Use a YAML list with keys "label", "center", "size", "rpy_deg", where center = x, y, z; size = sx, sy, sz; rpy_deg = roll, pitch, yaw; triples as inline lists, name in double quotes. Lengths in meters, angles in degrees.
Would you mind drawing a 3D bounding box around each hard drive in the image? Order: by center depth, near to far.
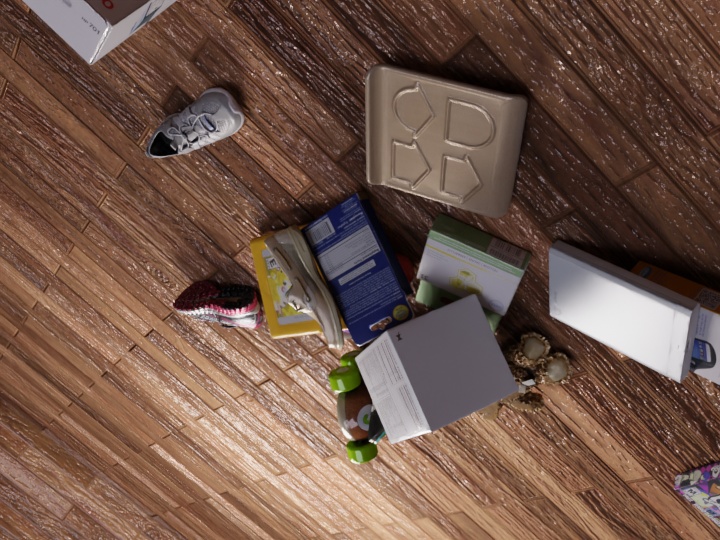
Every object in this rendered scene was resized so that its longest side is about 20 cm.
- label: "hard drive"
  center: [0.336, 0.052, 0.973]
  size: [0.199, 0.026, 0.133]
  rpy_deg: [30, 147, 38]

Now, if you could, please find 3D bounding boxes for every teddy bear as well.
- label: "teddy bear"
  center: [0.245, 0.165, 1.192]
  size: [0.143, 0.067, 0.201]
  rpy_deg: [23, 135, -2]

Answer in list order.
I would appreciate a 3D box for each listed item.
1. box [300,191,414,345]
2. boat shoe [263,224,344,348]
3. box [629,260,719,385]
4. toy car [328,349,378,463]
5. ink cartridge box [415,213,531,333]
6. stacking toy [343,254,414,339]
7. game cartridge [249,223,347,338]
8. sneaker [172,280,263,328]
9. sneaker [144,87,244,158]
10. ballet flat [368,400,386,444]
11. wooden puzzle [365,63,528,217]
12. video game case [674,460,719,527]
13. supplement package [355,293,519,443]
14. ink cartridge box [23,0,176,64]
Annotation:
- label: "box"
  center: [0.000, 0.000, 1.115]
  size: [0.120, 0.032, 0.202]
  rpy_deg: [-29, 83, 32]
- label: "boat shoe"
  center: [-0.085, 0.033, 1.139]
  size: [0.202, 0.064, 0.072]
  rpy_deg: [66, 170, -1]
- label: "box"
  center: [0.412, 0.068, 0.945]
  size: [0.199, 0.041, 0.120]
  rpy_deg: [31, 148, 40]
- label: "toy car"
  center: [0.065, 0.228, 1.322]
  size: [0.197, 0.158, 0.166]
  rpy_deg: [-11, 102, 16]
- label: "ink cartridge box"
  center: [0.155, 0.023, 1.110]
  size: [0.144, 0.048, 0.201]
  rpy_deg: [24, 138, 11]
- label: "stacking toy"
  center: [0.016, 0.037, 1.200]
  size: [0.085, 0.086, 0.200]
  rpy_deg: [41, 137, -10]
- label: "game cartridge"
  center: [-0.091, 0.017, 1.221]
  size: [0.198, 0.032, 0.179]
  rpy_deg: [-11, 93, 42]
- label: "sneaker"
  center: [-0.280, 0.076, 1.445]
  size: [0.198, 0.081, 0.075]
  rpy_deg: [7, 137, 29]
- label: "sneaker"
  center: [-0.250, -0.208, 1.122]
  size: [0.199, 0.082, 0.075]
  rpy_deg: [-16, 121, 44]
- label: "ballet flat"
  center: [0.064, 0.195, 1.247]
  size: [0.068, 0.200, 0.068]
  rpy_deg: [42, 161, 5]
- label: "wooden puzzle"
  center: [0.105, -0.168, 0.949]
  size: [0.198, 0.047, 0.187]
  rpy_deg: [15, 139, 15]
- label: "video game case"
  center: [0.623, 0.362, 1.143]
  size: [0.199, 0.036, 0.181]
  rpy_deg: [39, 140, -7]
- label: "supplement package"
  center: [0.106, 0.153, 1.115]
  size: [0.152, 0.150, 0.200]
  rpy_deg: [66, 161, 11]
- label: "ink cartridge box"
  center: [-0.306, -0.368, 0.898]
  size: [0.146, 0.201, 0.086]
  rpy_deg: [44, 141, -13]
